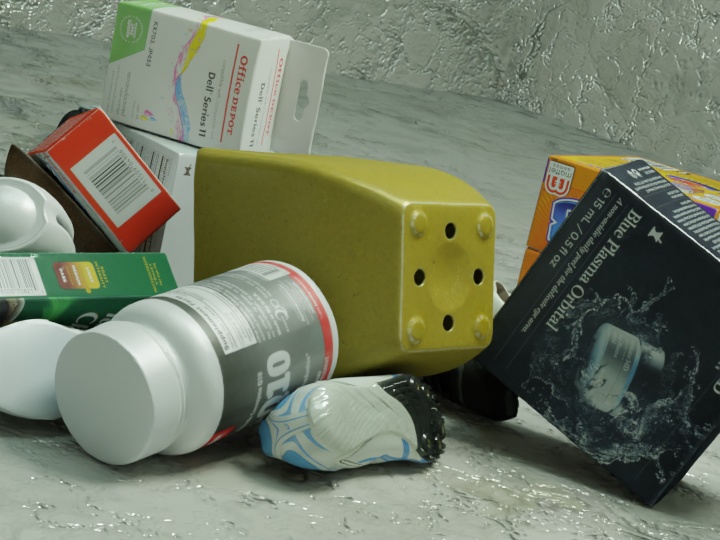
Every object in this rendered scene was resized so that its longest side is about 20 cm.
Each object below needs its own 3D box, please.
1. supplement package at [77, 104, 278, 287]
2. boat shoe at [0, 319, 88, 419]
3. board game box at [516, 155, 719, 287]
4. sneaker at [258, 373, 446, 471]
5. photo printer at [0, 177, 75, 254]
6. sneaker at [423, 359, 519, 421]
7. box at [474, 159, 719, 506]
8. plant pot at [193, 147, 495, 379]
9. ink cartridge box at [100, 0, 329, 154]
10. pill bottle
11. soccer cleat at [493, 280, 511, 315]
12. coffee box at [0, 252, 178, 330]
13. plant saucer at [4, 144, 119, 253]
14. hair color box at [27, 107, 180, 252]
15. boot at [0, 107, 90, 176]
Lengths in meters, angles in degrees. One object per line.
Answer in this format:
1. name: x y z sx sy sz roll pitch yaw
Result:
1. supplement package: -0.182 -0.062 1.767 0.151 0.151 0.200 3 15 -39
2. boat shoe: -0.220 0.071 1.317 0.068 0.072 0.200 -8 -1 39
3. board game box: 0.305 0.001 1.884 0.200 0.201 0.199 21 14 34
4. sneaker: -0.001 0.117 1.357 0.072 0.072 0.200 -15 -13 33
5. photo printer: -0.319 -0.017 1.368 0.199 0.070 0.166 -5 -15 -6
6. sneaker: 0.060 0.089 1.585 0.087 0.076 0.200 -20 30 -23
7. box: 0.233 0.047 1.466 0.200 0.197 0.117 40 20 14
8. plant pot: 0.000 0.000 1.453 0.199 0.196 0.194 2 1 43
9. ink cartridge box: -0.139 -0.178 1.691 0.199 0.118 0.067 17 15 22
10. pill bottle: -0.117 0.068 1.299 0.114 0.114 0.200 21 25 32
11. soccer cleat: 0.108 0.040 1.785 0.199 0.078 0.069 19 13 28
12. coffee box: -0.245 0.033 1.351 0.200 0.123 0.044 0 60 -51
13. plant saucer: -0.255 -0.025 1.587 0.200 0.037 0.200 45 -11 12
14. hair color box: -0.228 -0.077 1.559 0.111 0.064 0.200 52 -10 -11
15. boot: -0.359 -0.090 1.697 0.199 0.166 0.066 9 -9 -16
